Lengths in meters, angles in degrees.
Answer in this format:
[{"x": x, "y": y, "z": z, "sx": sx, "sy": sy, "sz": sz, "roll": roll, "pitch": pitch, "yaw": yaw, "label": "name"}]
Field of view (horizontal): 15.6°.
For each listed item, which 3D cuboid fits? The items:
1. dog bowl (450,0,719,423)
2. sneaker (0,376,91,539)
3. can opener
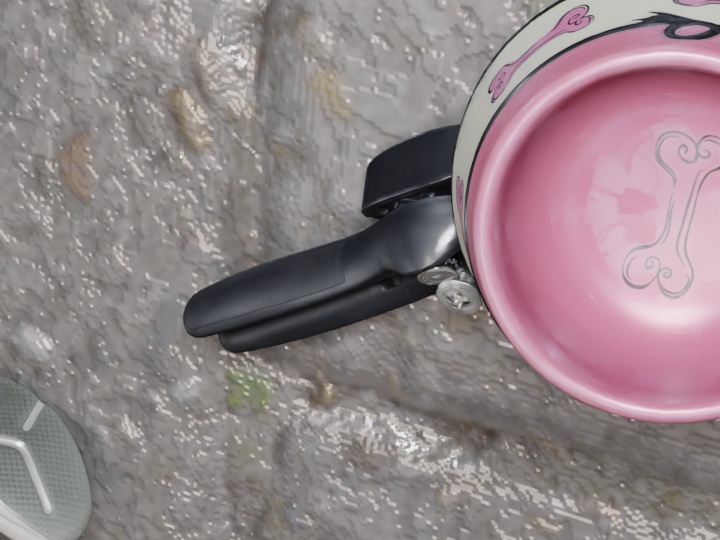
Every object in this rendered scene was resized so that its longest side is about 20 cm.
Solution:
[{"x": 0.133, "y": -0.024, "z": 1.116, "sx": 0.200, "sy": 0.074, "sz": 0.200, "roll": 3, "pitch": 110, "yaw": 8, "label": "dog bowl"}, {"x": -0.224, "y": 0.087, "z": 1.391, "sx": 0.200, "sy": 0.070, "sz": 0.080, "roll": 38, "pitch": 131, "yaw": 15, "label": "sneaker"}, {"x": 0.000, "y": 0.000, "z": 1.243, "sx": 0.200, "sy": 0.079, "sz": 0.063, "roll": -27, "pitch": 138, "yaw": 37, "label": "can opener"}]
